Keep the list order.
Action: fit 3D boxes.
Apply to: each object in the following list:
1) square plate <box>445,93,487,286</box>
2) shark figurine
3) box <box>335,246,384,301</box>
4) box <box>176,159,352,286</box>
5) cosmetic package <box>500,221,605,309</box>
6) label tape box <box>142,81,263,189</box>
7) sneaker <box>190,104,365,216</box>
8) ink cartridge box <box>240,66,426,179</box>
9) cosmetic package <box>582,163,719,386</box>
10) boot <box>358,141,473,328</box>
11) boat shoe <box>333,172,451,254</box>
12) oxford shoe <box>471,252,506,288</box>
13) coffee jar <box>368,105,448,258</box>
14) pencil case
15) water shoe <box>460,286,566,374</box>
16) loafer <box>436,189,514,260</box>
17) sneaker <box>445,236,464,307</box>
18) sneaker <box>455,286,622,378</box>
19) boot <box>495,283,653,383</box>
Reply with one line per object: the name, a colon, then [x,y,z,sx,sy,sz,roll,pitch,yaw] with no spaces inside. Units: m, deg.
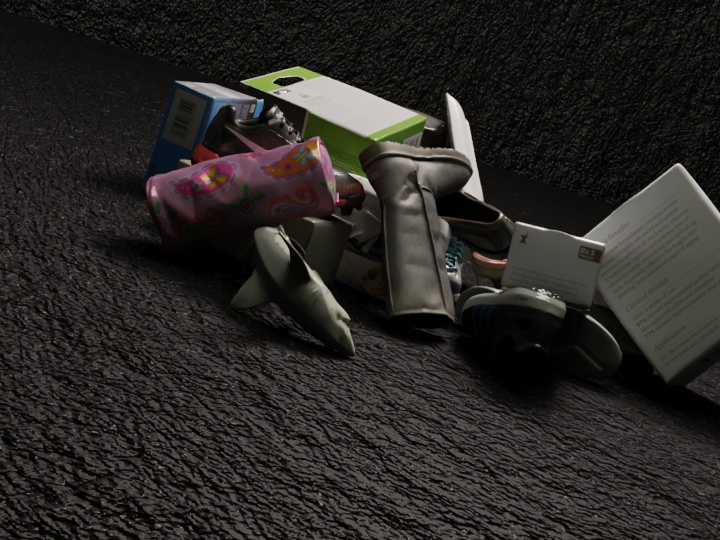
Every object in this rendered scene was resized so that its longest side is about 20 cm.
square plate: [0.146,-0.102,1.654,0.028,0.201,0.201,-11,-26,4]
shark figurine: [-0.092,0.004,1.204,0.129,0.089,0.215,53,-2,-37]
box: [0.000,0.000,1.455,0.198,0.039,0.041,24,10,19]
box: [-0.118,-0.054,1.407,0.198,0.079,0.095,25,13,26]
cosmetic package: [0.215,-0.001,1.370,0.100,0.075,0.200,14,2,12]
label tape box: [-0.203,-0.169,1.639,0.065,0.145,0.200,21,11,10]
sneaker: [-0.081,-0.124,1.352,0.197,0.099,0.071,17,10,-12]
ink cartridge box: [-0.038,-0.180,1.548,0.198,0.077,0.147,25,27,21]
cosmetic package: [0.388,0.010,1.500,0.201,0.167,0.166,57,16,17]
boot: [0.079,-0.036,1.387,0.180,0.072,0.203,0,64,-40]
boat shoe: [0.011,-0.052,1.452,0.198,0.069,0.072,26,-31,-18]
oxford shoe: [0.206,0.018,1.623,0.070,0.075,0.198,26,9,41]
coffee jar: [0.047,-0.117,1.670,0.103,0.203,0.085,17,11,-3]
pencil case: [-0.123,-0.077,1.280,0.197,0.089,0.088,-13,11,3]
water shoe: [0.149,0.069,1.316,0.071,0.080,0.200,20,-15,-10]
loafer: [0.108,-0.078,1.503,0.198,0.072,0.063,26,-21,35]
sneaker: [0.095,-0.014,1.559,0.076,0.088,0.200,17,11,-4]
sneaker: [0.211,0.064,1.436,0.198,0.071,0.080,23,9,17]
boot: [0.260,0.070,1.515,0.197,0.069,0.131,18,17,-3]
